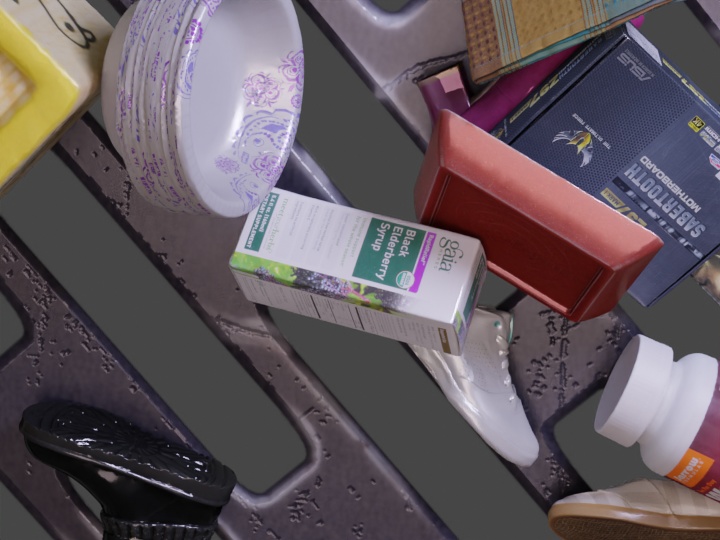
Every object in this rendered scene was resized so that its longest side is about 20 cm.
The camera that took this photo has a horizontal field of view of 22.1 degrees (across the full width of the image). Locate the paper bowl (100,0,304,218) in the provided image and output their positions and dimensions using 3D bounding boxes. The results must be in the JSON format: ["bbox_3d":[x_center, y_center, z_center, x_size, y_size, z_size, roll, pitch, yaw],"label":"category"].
[{"bbox_3d":[-0.134,-0.147,1.477,0.103,0.200,0.203,10,107,24],"label":"paper bowl"}]

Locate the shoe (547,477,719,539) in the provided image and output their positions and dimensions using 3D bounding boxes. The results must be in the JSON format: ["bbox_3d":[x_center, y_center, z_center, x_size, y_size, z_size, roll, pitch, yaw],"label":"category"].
[{"bbox_3d":[0.265,0.218,1.622,0.198,0.054,0.070,5,138,8],"label":"shoe"}]

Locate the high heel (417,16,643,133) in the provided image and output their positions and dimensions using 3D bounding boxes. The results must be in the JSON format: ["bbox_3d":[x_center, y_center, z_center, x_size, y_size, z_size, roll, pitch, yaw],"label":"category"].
[{"bbox_3d":[0.150,-0.146,1.512,0.198,0.067,0.097,-19,99,23],"label":"high heel"}]

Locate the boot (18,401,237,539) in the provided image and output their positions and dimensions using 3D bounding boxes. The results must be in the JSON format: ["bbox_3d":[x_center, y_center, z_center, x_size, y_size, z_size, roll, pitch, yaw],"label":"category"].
[{"bbox_3d":[-0.226,0.223,1.649,0.209,0.080,0.159,23,106,-2],"label":"boot"}]

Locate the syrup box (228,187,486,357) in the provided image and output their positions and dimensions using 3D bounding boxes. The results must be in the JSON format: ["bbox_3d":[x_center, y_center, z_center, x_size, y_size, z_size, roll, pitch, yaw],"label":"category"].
[{"bbox_3d":[0.000,0.000,1.532,0.198,0.082,0.079,14,70,15],"label":"syrup box"}]

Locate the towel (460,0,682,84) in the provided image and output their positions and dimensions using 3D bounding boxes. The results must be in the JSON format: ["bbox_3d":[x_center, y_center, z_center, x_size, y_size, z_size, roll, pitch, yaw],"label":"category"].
[{"bbox_3d":[0.160,-0.244,1.441,0.199,0.022,0.148,-21,66,36],"label":"towel"}]

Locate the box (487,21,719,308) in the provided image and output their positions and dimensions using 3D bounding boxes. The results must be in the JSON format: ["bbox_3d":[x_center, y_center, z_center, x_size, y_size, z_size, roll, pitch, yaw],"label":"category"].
[{"bbox_3d":[0.219,-0.085,1.481,0.200,0.051,0.158,40,114,-20],"label":"box"}]

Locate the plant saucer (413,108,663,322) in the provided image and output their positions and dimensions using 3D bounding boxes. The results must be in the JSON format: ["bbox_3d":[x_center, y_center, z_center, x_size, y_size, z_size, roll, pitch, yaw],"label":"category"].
[{"bbox_3d":[0.129,-0.032,1.478,0.198,0.200,0.037,31,73,5],"label":"plant saucer"}]

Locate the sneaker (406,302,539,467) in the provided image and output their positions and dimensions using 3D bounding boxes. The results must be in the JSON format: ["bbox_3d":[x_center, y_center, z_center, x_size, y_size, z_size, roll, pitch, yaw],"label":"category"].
[{"bbox_3d":[0.105,0.076,1.586,0.088,0.075,0.201,-38,98,2],"label":"sneaker"}]

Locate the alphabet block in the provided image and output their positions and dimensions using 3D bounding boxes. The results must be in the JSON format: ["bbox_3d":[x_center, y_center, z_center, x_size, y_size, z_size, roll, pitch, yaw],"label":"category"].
[{"bbox_3d":[-0.328,-0.161,1.490,0.195,0.200,0.196,43,105,-8],"label":"alphabet block"}]

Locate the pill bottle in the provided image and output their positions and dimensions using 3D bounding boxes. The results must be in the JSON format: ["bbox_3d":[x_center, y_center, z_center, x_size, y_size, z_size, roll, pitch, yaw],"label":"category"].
[{"bbox_3d":[0.306,0.138,1.560,0.198,0.110,0.110,25,106,-2],"label":"pill bottle"}]

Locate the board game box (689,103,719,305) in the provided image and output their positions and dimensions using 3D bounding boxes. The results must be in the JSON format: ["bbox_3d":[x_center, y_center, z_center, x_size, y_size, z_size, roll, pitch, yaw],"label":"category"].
[{"bbox_3d":[0.334,-0.078,1.539,0.135,0.028,0.200,43,105,-7],"label":"board game box"}]
